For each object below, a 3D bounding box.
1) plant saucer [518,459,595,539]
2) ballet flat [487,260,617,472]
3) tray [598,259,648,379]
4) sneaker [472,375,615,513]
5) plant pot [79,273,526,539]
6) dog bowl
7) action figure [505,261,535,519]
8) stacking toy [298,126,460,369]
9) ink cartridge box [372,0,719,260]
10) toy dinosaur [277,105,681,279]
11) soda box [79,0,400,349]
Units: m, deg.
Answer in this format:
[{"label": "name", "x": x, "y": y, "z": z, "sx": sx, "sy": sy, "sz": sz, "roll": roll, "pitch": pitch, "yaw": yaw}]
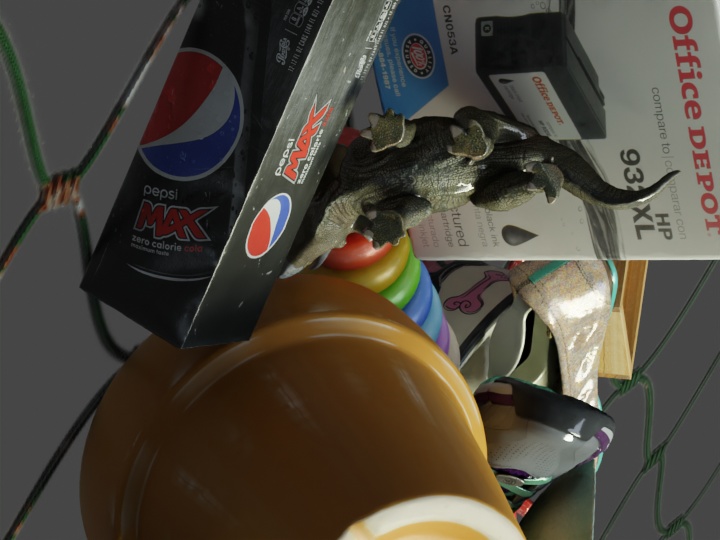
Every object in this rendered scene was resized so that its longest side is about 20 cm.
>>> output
[{"label": "plant saucer", "x": 0.096, "y": 0.194, "z": 1.533, "sx": 0.201, "sy": 0.039, "sz": 0.201, "roll": 7, "pitch": 90, "yaw": -88}, {"label": "ballet flat", "x": 0.099, "y": 0.060, "z": 1.620, "sx": 0.067, "sy": 0.068, "sz": 0.200, "roll": -26, "pitch": 139, "yaw": -24}, {"label": "tray", "x": 0.155, "y": -0.047, "z": 1.717, "sx": 0.099, "sy": 0.037, "sz": 0.200, "roll": 72, "pitch": 26, "yaw": -62}, {"label": "sneaker", "x": 0.076, "y": 0.110, "z": 1.497, "sx": 0.200, "sy": 0.074, "sz": 0.088, "roll": 138, "pitch": -28, "yaw": -77}, {"label": "plant pot", "x": -0.011, "y": 0.126, "z": 1.366, "sx": 0.200, "sy": 0.183, "sz": 0.200, "roll": -10, "pitch": 115, "yaw": -22}, {"label": "dog bowl", "x": 0.041, "y": 0.079, "z": 1.680, "sx": 0.200, "sy": 0.074, "sz": 0.200, "roll": -48, "pitch": 156, "yaw": -30}, {"label": "action figure", "x": 0.107, "y": 0.077, "z": 1.795, "sx": 0.065, "sy": 0.099, "sz": 0.200, "roll": -19, "pitch": 137, "yaw": -61}, {"label": "stacking toy", "x": 0.000, "y": 0.000, "z": 1.491, "sx": 0.085, "sy": 0.085, "sz": 0.200, "roll": -51, "pitch": 152, "yaw": -23}, {"label": "ink cartridge box", "x": 0.114, "y": -0.084, "z": 1.407, "sx": 0.084, "sy": 0.200, "sz": 0.145, "roll": -34, "pitch": 117, "yaw": -50}, {"label": "toy dinosaur", "x": 0.046, "y": -0.050, "z": 1.355, "sx": 0.102, "sy": 0.200, "sz": 0.077, "roll": -79, "pitch": 154, "yaw": -81}, {"label": "soda box", "x": -0.052, "y": -0.066, "z": 1.308, "sx": 0.071, "sy": 0.063, "sz": 0.200, "roll": -4, "pitch": 120, "yaw": -63}]
